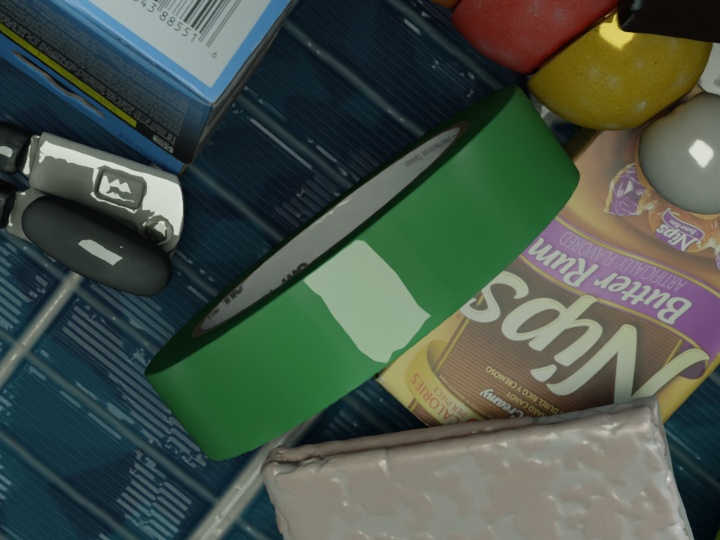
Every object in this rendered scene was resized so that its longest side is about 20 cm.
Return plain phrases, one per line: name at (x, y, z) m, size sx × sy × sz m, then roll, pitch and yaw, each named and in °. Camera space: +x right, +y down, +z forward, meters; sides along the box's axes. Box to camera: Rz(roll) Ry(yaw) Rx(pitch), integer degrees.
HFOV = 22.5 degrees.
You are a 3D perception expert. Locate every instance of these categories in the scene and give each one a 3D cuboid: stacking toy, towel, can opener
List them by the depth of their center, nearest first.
stacking toy at (0.098, -0.109, 0.764) m, size 0.145 × 0.146 × 0.201 m, roll -32°, pitch 88°, yaw 5°
can opener at (-0.175, -0.045, 0.835) m, size 0.198 × 0.066 × 0.053 m, roll 19°, pitch 100°, yaw 2°
towel at (0.068, 0.158, 0.842) m, size 0.189 × 0.032 × 0.202 m, roll -11°, pitch 112°, yaw 17°

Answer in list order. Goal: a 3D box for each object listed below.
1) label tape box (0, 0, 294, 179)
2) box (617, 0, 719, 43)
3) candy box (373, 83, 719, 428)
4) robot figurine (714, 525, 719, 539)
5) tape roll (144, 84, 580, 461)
label tape box at (-0.111, -0.116, 0.764) m, size 0.144 × 0.200 × 0.064 m, roll 35°, pitch 81°, yaw -5°
box at (0.203, -0.158, 0.628) m, size 0.198 × 0.166 × 0.166 m, roll 9°, pitch 92°, yaw 2°
candy box at (0.113, 0.011, 0.844) m, size 0.116 × 0.056 × 0.200 m, roll 41°, pitch 99°, yaw -7°
robot figurine at (0.243, 0.157, 0.808) m, size 0.199 × 0.176 × 0.116 m, roll 37°, pitch 81°, yaw 16°
tape roll at (0.000, 0.000, 0.769) m, size 0.200 × 0.200 × 0.048 m, roll -38°, pitch 97°, yaw 6°
